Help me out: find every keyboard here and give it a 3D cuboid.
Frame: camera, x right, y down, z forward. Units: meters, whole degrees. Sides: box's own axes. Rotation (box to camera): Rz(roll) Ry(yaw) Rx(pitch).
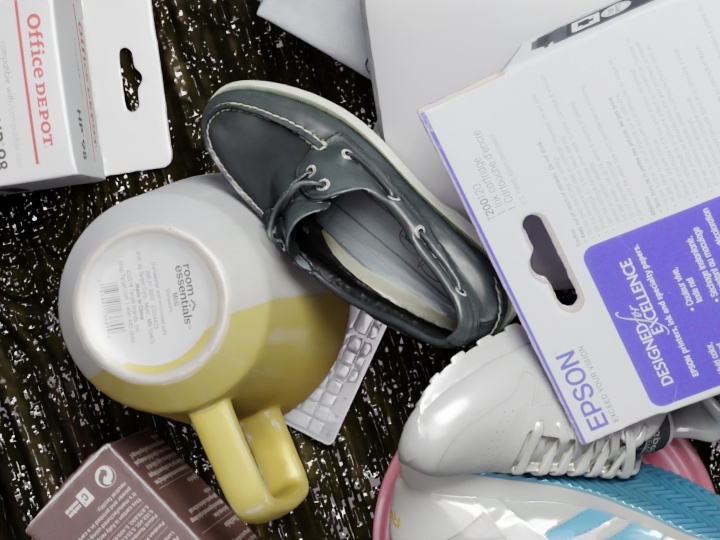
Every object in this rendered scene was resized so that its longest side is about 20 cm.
[{"bbox_3d":[0.000,0.000,1.058,0.056,0.011,0.200,25,93,6],"label":"keyboard"}]

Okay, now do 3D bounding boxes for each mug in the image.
[{"bbox_3d":[-0.078,0.028,0.992,0.187,0.153,0.149,36,95,8],"label":"mug"}]

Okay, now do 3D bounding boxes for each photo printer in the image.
[{"bbox_3d":[0.091,-0.077,0.956,0.166,0.069,0.200,-1,125,12],"label":"photo printer"}]

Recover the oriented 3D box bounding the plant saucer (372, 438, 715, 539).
[{"bbox_3d":[0.105,0.156,1.029,0.200,0.051,0.201,0,91,6],"label":"plant saucer"}]

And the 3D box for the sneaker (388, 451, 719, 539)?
[{"bbox_3d":[0.114,0.144,0.971,0.200,0.077,0.081,10,104,11],"label":"sneaker"}]

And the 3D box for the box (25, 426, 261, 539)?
[{"bbox_3d":[-0.085,0.186,1.028,0.200,0.100,0.075,44,96,5],"label":"box"}]

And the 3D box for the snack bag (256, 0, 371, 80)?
[{"bbox_3d":[0.068,-0.168,0.955,0.188,0.021,0.200,30,122,-10],"label":"snack bag"}]

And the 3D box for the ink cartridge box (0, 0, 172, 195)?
[{"bbox_3d":[-0.219,-0.102,1.054,0.200,0.067,0.116,-8,89,7],"label":"ink cartridge box"}]

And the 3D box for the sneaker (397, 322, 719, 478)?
[{"bbox_3d":[0.109,0.074,0.948,0.081,0.200,0.076,54,140,27],"label":"sneaker"}]

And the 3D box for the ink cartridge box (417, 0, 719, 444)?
[{"bbox_3d":[0.158,-0.037,0.881,0.200,0.043,0.198,-23,106,14],"label":"ink cartridge box"}]

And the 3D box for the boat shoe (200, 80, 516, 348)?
[{"bbox_3d":[-0.012,-0.025,0.937,0.199,0.066,0.075,41,124,8],"label":"boat shoe"}]
